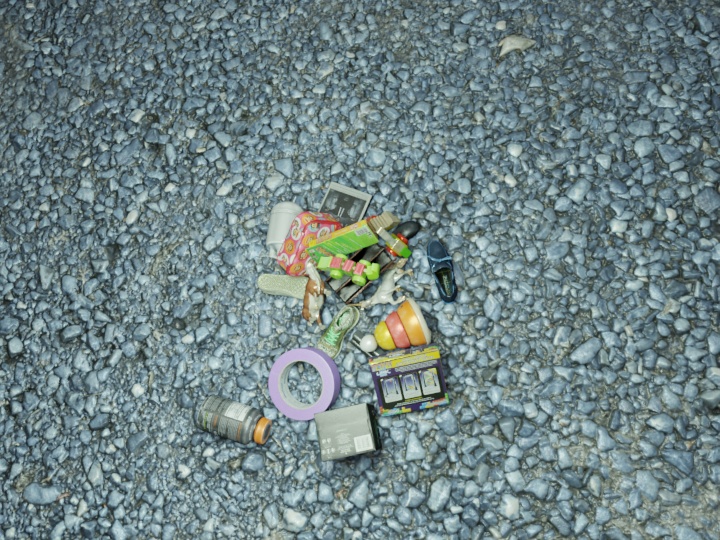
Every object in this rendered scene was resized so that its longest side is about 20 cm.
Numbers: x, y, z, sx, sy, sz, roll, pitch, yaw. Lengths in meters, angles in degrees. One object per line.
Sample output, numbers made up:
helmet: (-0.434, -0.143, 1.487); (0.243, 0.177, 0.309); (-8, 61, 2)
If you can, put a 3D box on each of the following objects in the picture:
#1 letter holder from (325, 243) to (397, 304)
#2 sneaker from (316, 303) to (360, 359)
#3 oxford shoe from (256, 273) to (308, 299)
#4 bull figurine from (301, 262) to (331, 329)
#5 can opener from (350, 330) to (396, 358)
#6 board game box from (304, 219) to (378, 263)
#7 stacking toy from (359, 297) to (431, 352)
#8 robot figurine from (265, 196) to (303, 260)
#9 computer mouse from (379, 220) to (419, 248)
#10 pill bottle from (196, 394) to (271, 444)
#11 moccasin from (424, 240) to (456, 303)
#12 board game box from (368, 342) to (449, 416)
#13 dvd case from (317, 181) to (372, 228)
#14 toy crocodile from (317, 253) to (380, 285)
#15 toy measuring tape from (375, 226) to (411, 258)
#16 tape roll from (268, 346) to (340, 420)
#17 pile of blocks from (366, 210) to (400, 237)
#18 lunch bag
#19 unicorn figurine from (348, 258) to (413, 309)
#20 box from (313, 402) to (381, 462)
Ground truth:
letter holder: (0.000, 0.000, 1.595); (0.200, 0.142, 0.101); (-42, 91, -3)
sneaker: (-0.076, 0.181, 1.595); (0.077, 0.089, 0.201); (28, 80, 14)
oxford shoe: (-0.221, 0.051, 1.674); (0.198, 0.058, 0.076); (9, 68, -5)
bull figurine: (-0.135, 0.076, 1.593); (0.065, 0.202, 0.122); (-5, 29, -21)
can opener: (0.063, 0.244, 1.587); (0.200, 0.054, 0.067); (38, 50, 17)
board game box: (-0.056, -0.079, 1.558); (0.199, 0.096, 0.030); (-23, 55, 13)
stacking toy: (0.090, 0.178, 1.538); (0.199, 0.146, 0.147); (-24, 72, -3)
robot figurine: (-0.234, -0.131, 1.696); (0.169, 0.113, 0.202); (-7, 70, 42)
computer mouse: (0.095, -0.097, 1.683); (0.199, 0.034, 0.059); (-32, 73, -2)
pill bottle: (-0.358, 0.435, 1.550); (0.198, 0.106, 0.107); (15, 76, 12)
moccasin: (0.252, -0.004, 1.615); (0.080, 0.068, 0.201); (-20, 72, 2)
board game box: (0.135, 0.307, 1.510); (0.198, 0.057, 0.167); (-12, 102, 4)
dvd case: (-0.066, -0.175, 1.733); (0.149, 0.025, 0.201); (20, 77, 13)
toy crocodile: (-0.034, -0.008, 1.529); (0.199, 0.062, 0.068); (14, 71, 26)
toy measuring tape: (0.090, -0.092, 1.607); (0.073, 0.200, 0.074); (-15, 60, 29)
tape roll: (-0.161, 0.324, 1.553); (0.198, 0.066, 0.202); (-1, 86, 14)
pile of blocks: (0.026, -0.129, 1.680); (0.199, 0.082, 0.062); (-27, 71, -17)
lunch bag: (-0.145, -0.078, 1.628); (0.082, 0.175, 0.201); (44, 118, 32)
unicorn figurine: (0.078, 0.055, 1.608); (0.074, 0.137, 0.200); (54, 50, -21)
box: (-0.029, 0.435, 1.455); (0.147, 0.200, 0.125); (-13, 73, 3)
